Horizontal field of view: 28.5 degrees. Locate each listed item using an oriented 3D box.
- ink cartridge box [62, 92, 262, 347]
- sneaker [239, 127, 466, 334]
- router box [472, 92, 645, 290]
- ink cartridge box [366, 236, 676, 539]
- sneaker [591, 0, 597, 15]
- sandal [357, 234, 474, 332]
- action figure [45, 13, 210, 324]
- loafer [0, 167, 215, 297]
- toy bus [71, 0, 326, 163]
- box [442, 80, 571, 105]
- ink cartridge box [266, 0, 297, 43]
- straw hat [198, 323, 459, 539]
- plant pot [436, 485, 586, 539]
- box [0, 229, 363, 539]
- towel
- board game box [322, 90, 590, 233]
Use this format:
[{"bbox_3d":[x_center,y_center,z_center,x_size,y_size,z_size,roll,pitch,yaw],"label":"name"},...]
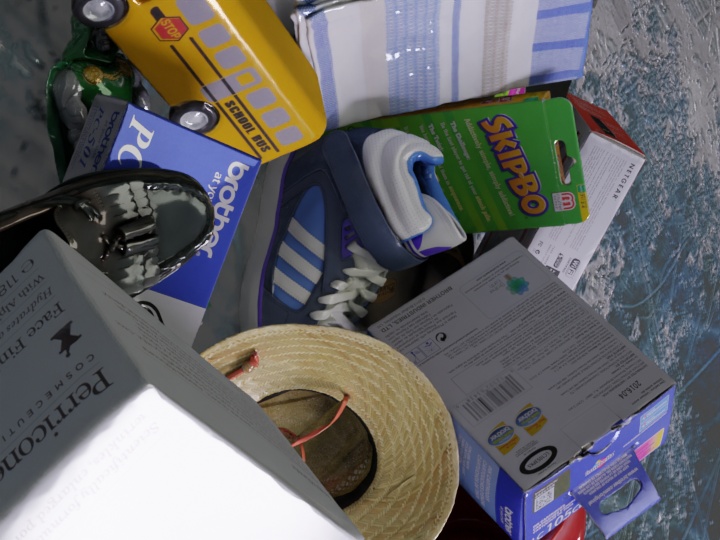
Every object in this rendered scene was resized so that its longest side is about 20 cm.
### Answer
[{"bbox_3d":[-0.135,0.013,0.786,0.094,0.044,0.201,21,90,-38],"label":"ink cartridge box"},{"bbox_3d":[0.000,0.000,0.977,0.080,0.146,0.201,16,77,-57],"label":"sneaker"},{"bbox_3d":[0.147,-0.034,1.143,0.180,0.049,0.201,-86,-158,-72],"label":"router box"},{"bbox_3d":[0.115,0.088,0.952,0.136,0.200,0.077,-31,143,-21],"label":"ink cartridge box"},{"bbox_3d":[0.076,-0.230,1.007,0.077,0.200,0.089,-52,179,6],"label":"sneaker"},{"bbox_3d":[0.051,0.002,1.142,0.200,0.054,0.082,-18,107,-59],"label":"sandal"},{"bbox_3d":[-0.143,-0.056,0.840,0.118,0.055,0.201,-27,110,-51],"label":"action figure"},{"bbox_3d":[-0.161,-0.002,0.705,0.199,0.063,0.072,-16,103,-19],"label":"loafer"},{"bbox_3d":[-0.096,-0.141,0.826,0.200,0.078,0.065,51,23,-52],"label":"toy bus"},{"bbox_3d":[0.082,-0.171,1.124,0.149,0.124,0.201,53,48,-44],"label":"box"},{"bbox_3d":[-0.063,-0.206,0.942,0.200,0.068,0.117,26,68,-56],"label":"ink cartridge box"},{"bbox_3d":[-0.036,0.114,0.947,0.085,0.200,0.202,-102,-174,-78],"label":"straw hat"},{"bbox_3d":[0.068,0.192,1.047,0.183,0.200,0.201,77,32,-49],"label":"plant pot"},{"bbox_3d":[-0.141,0.126,0.691,0.199,0.131,0.200,-44,138,-1],"label":"box"},{"bbox_3d":[0.056,-0.149,0.932,0.147,0.199,0.024,84,-5,-62],"label":"towel"},{"bbox_3d":[0.063,-0.073,1.025,0.030,0.199,0.096,-52,133,-57],"label":"board game box"}]
